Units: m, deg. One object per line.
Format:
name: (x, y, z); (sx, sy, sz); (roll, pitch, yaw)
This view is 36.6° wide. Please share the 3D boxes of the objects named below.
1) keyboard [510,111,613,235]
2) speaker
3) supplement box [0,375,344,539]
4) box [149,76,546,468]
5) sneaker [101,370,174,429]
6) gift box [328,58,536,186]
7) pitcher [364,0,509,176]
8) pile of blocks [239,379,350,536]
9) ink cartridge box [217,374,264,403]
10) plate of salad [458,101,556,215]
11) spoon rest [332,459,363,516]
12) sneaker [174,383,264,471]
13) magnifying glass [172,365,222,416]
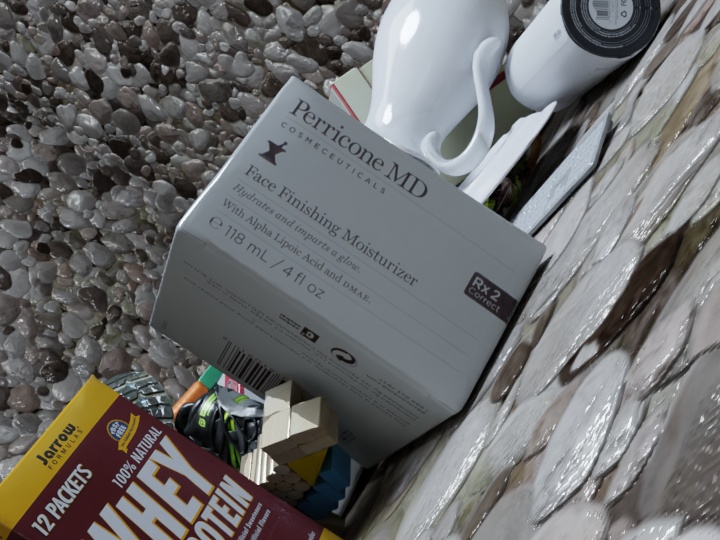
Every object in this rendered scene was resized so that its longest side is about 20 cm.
keyboard: (0.126, -0.040, 0.803); (0.056, 0.011, 0.200); (-58, 2, -37)
speaker: (0.180, -0.190, 0.913); (0.081, 0.081, 0.200); (-57, 1, -5)
supplement box: (-0.152, 0.218, 0.696); (0.198, 0.200, 0.133); (-55, 2, 33)
box: (-0.018, 0.013, 0.730); (0.131, 0.198, 0.200); (-58, 2, -25)
sneaker: (-0.185, 0.182, 0.946); (0.078, 0.201, 0.090); (-18, -28, -15)
gift box: (0.072, -0.143, 1.164); (0.186, 0.200, 0.185); (-34, -7, -5)
pitcher: (0.079, -0.179, 1.004); (0.171, 0.121, 0.201); (12, 75, 47)
pile of blocks: (-0.045, 0.140, 0.752); (0.200, 0.082, 0.062); (117, 162, -44)
ink cartridge box: (-0.115, 0.192, 1.111); (0.200, 0.082, 0.146); (126, 146, -50)
plate of salad: (0.108, -0.060, 0.928); (0.200, 0.048, 0.200); (-50, 2, 2)
spoon rest: (-0.004, 0.126, 0.873); (0.099, 0.060, 0.201); (124, 165, -54)
sneaker: (-0.102, 0.138, 0.917); (0.199, 0.082, 0.071); (-10, 56, 58)
magnifying glass: (-0.152, 0.109, 1.142); (0.200, 0.022, 0.080); (-47, -4, -29)
